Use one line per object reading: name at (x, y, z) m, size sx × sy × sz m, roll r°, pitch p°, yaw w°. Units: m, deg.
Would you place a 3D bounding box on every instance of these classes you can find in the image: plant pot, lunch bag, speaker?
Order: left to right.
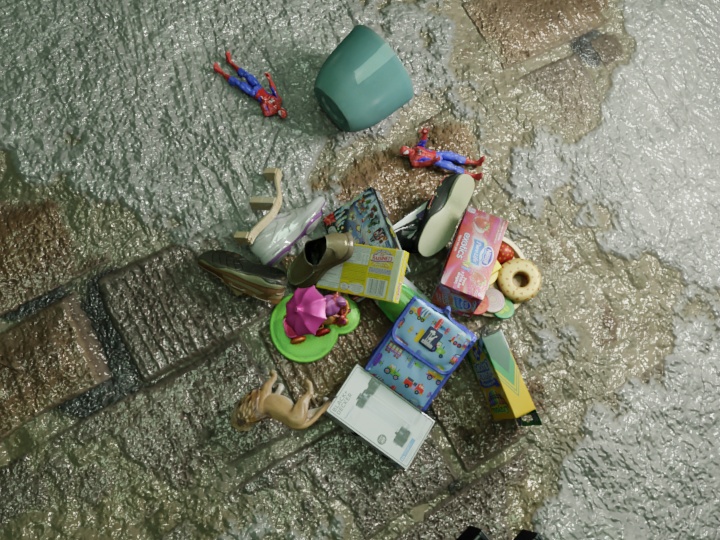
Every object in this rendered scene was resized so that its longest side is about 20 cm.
plant pot at (-0.007, -0.407, 1.391) m, size 0.161 × 0.201 × 0.201 m, roll -42°, pitch 84°, yaw -5°
speaker at (0.117, 0.092, 1.326) m, size 0.200 × 0.089 × 0.089 m, roll 42°, pitch 73°, yaw 4°
lunch bag at (0.126, 0.151, 1.255) m, size 0.150 × 0.094 × 0.201 m, roll 34°, pitch 113°, yaw 1°

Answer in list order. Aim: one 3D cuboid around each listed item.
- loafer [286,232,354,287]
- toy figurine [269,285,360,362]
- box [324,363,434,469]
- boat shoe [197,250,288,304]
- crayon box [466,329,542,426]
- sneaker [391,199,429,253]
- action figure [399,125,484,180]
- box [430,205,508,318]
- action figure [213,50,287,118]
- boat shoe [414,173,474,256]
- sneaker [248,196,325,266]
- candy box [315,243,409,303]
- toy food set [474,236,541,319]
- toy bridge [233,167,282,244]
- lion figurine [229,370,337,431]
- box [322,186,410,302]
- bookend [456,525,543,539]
loafer at (-0.095, -0.028, 1.274) m, size 0.067 × 0.199 × 0.077 m, roll 16°, pitch 54°, yaw -38°
toy figurine at (-0.081, 0.089, 1.244) m, size 0.197 × 0.184 × 0.152 m, roll -14°, pitch 78°, yaw -13°
box at (0.036, 0.297, 1.271) m, size 0.199 × 0.060 × 0.117 m, roll 37°, pitch 73°, yaw 2°
boat shoe at (-0.246, 0.018, 1.291) m, size 0.197 × 0.076 × 0.075 m, roll 19°, pitch 116°, yaw 15°
crayon box at (0.290, 0.233, 1.293) m, size 0.051 × 0.126 × 0.202 m, roll -20°, pitch 79°, yaw -13°
sneaker at (0.102, -0.068, 1.375) m, size 0.199 × 0.076 × 0.088 m, roll -36°, pitch 88°, yaw -16°
action figure at (0.190, -0.264, 1.423) m, size 0.197 × 0.099 × 0.066 m, roll 10°, pitch 72°, yaw -4°
box at (0.227, -0.018, 1.304) m, size 0.094 × 0.100 × 0.202 m, roll 22°, pitch 63°, yaw 4°
action figure at (-0.240, -0.421, 1.405) m, size 0.199 × 0.099 × 0.065 m, roll 41°, pitch 74°, yaw 1°
boat shoe at (0.173, -0.120, 1.354) m, size 0.073 × 0.063 × 0.203 m, roll 37°, pitch 78°, yaw -33°
sneaker at (-0.158, -0.102, 1.340) m, size 0.100 × 0.075 × 0.200 m, roll 43°, pitch 72°, yaw 8°
candy box at (0.000, 0.000, 1.264) m, size 0.198 × 0.026 × 0.104 m, roll 10°, pitch 83°, yaw 36°
toy food set at (0.289, 0.009, 1.394) m, size 0.197 × 0.049 × 0.201 m, roll -33°, pitch 83°, yaw -15°
toy bridge at (-0.202, -0.142, 1.331) m, size 0.066 × 0.027 × 0.202 m, roll 3°, pitch 56°, yaw 24°
lion figurine at (-0.153, 0.268, 1.214) m, size 0.197 × 0.073 × 0.123 m, roll 4°, pitch 42°, yaw 28°
box at (0.008, -0.055, 1.314) m, size 0.136 × 0.040 × 0.202 m, roll -31°, pitch 63°, yaw 22°
bookend at (0.281, 0.567, 1.219) m, size 0.199 × 0.092 × 0.199 m, roll -38°, pitch 83°, yaw -17°
